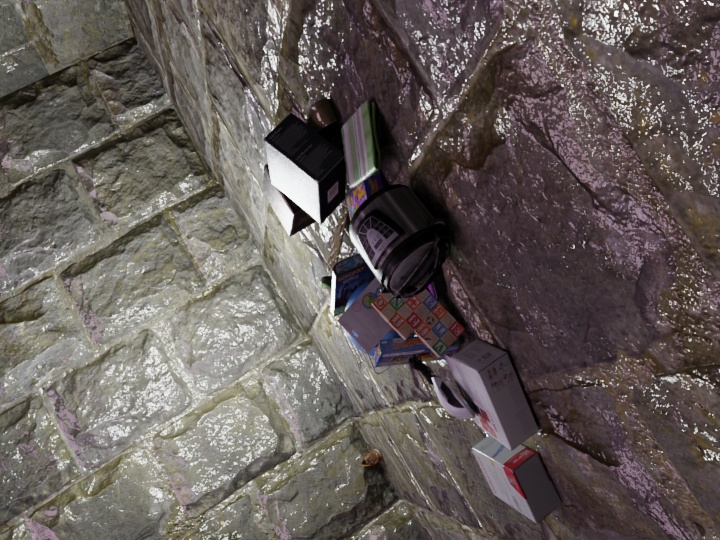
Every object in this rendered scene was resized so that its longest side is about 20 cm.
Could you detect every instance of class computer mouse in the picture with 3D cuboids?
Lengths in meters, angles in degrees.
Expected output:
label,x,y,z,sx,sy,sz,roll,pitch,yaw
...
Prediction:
label,x,y,z,sx,sy,sz,roll,pitch,yaw
computer mouse,0.190,0.285,1.571,0.200,0.044,0.110,44,174,44

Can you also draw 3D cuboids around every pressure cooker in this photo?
label,x,y,z,sx,sy,sz,roll,pitch,yaw
pressure cooker,0.091,-0.054,1.380,0.202,0.176,0.177,55,169,26

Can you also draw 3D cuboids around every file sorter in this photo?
label,x,y,z,sx,sy,sz,roll,pitch,yaw
file sorter,0.037,0.215,2.131,0.199,0.123,0.141,35,152,56

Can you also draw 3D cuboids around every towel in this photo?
label,x,y,z,sx,sy,sz,roll,pitch,yaw
towel,0.004,-0.270,1.465,0.200,0.030,0.153,166,97,-72

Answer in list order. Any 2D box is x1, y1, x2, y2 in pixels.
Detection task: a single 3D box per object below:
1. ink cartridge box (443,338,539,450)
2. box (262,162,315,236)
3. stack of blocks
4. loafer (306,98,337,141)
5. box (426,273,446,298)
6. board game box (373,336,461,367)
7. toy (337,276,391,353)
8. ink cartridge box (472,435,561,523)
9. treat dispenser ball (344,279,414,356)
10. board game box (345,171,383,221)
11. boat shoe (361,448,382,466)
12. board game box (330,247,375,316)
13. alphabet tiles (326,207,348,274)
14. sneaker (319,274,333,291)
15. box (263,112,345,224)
label,x,y,z,sx,sy,sz,roll,pitch,yaw
ink cartridge box,0.286,0.266,1.493,0.203,0.083,0.175,65,166,-15
box,-0.171,-0.232,1.918,0.166,0.164,0.200,57,164,7
stack of blocks,0.132,0.109,1.559,0.200,0.115,0.059,45,175,7
loafer,-0.098,-0.338,1.659,0.068,0.075,0.201,62,166,18
box,0.121,-0.038,1.573,0.199,0.036,0.145,38,153,53
board game box,0.136,0.195,1.644,0.136,0.194,0.035,104,159,-68
toy,0.051,0.090,1.640,0.115,0.201,0.047,43,-174,20
ink cartridge box,0.373,0.494,1.625,0.148,0.082,0.199,63,165,-10
treat dispenser ball,0.055,0.124,1.763,0.202,0.198,0.202,53,163,23
board game box,0.015,-0.149,1.615,0.200,0.044,0.138,139,121,-74
boat shoe,0.059,0.991,3.516,0.073,0.067,0.200,54,150,10
board game box,0.000,0.000,1.813,0.062,0.197,0.203,44,145,37
alphabet tiles,-0.070,-0.077,1.955,0.200,0.007,0.172,139,144,-75
sneaker,-0.041,0.008,1.904,0.076,0.198,0.086,25,119,35
box,-0.133,-0.248,1.652,0.181,0.104,0.201,38,160,14
